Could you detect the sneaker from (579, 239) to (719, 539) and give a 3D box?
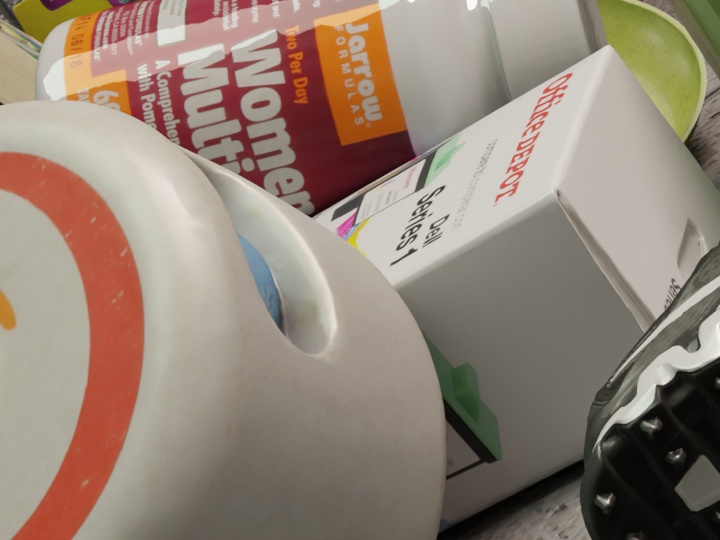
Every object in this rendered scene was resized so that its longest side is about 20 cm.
[{"bbox_3d":[0.135,0.001,0.700,0.200,0.066,0.091,-37,15,4],"label":"sneaker"}]

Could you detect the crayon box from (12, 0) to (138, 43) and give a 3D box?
[{"bbox_3d":[-0.064,-0.094,1.321,0.058,0.173,0.200,-38,12,-35],"label":"crayon box"}]

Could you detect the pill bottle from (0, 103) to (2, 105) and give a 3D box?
[{"bbox_3d":[-0.188,-0.030,1.324,0.113,0.200,0.113,-46,10,10],"label":"pill bottle"}]

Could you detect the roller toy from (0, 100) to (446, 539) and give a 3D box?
[{"bbox_3d":[-0.084,0.051,0.757,0.200,0.140,0.183,-1,71,35],"label":"roller toy"}]

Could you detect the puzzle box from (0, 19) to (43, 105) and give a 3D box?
[{"bbox_3d":[-0.139,-0.081,1.237,0.025,0.133,0.200,-54,-21,3],"label":"puzzle box"}]

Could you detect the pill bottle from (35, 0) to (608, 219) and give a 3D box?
[{"bbox_3d":[-0.010,-0.063,0.987,0.200,0.110,0.110,-14,17,11],"label":"pill bottle"}]

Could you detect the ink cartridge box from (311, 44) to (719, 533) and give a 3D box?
[{"bbox_3d":[0.016,0.024,0.886,0.200,0.084,0.145,-30,14,22],"label":"ink cartridge box"}]

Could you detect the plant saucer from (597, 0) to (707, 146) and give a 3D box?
[{"bbox_3d":[0.043,-0.045,1.060,0.200,0.031,0.200,-14,34,9],"label":"plant saucer"}]

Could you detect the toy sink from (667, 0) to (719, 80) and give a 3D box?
[{"bbox_3d":[0.169,-0.109,0.874,0.112,0.130,0.200,-37,14,-5],"label":"toy sink"}]
